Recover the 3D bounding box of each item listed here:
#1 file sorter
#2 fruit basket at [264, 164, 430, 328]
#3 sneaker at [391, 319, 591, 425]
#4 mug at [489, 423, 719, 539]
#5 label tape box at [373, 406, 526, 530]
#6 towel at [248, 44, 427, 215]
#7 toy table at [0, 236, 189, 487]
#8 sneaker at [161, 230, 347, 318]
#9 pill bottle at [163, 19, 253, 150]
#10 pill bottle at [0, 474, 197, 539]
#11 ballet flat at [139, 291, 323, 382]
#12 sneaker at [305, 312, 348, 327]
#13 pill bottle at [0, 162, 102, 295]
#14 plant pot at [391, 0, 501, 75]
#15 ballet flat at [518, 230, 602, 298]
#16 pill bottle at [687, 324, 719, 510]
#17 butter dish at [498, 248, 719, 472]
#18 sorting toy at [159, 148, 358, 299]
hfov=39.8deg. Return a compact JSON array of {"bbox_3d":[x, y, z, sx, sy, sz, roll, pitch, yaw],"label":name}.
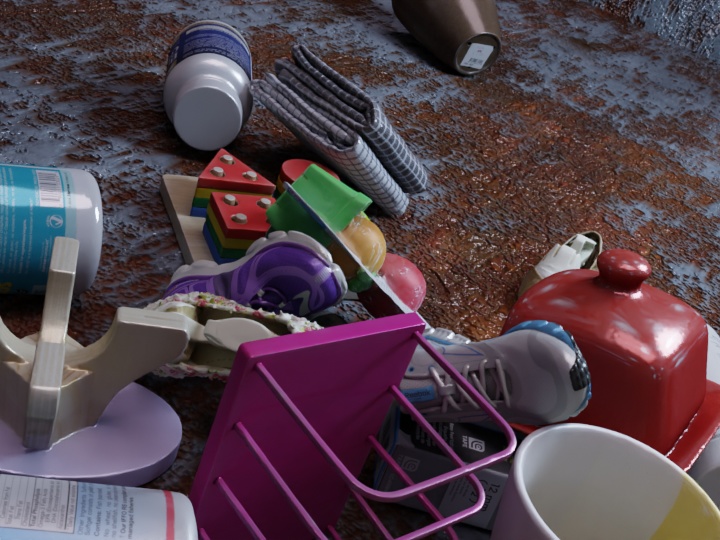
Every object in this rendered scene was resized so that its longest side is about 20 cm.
[{"bbox_3d":[-0.013,0.150,0.617,0.138,0.201,0.125,-8,42,-40],"label":"file sorter"},{"bbox_3d":[0.000,0.000,0.902,0.201,0.093,0.185,52,3,-3],"label":"fruit basket"},{"bbox_3d":[0.074,0.083,0.711,0.086,0.076,0.199,-15,3,-36],"label":"sneaker"},{"bbox_3d":[0.153,0.219,0.646,0.148,0.154,0.187,-4,37,-36],"label":"mug"},{"bbox_3d":[0.115,0.148,0.837,0.198,0.067,0.144,16,29,-4],"label":"label tape box"},{"bbox_3d":[-0.021,-0.172,1.211,0.200,0.086,0.166,41,0,34],"label":"towel"},{"bbox_3d":[-0.219,0.072,0.708,0.198,0.118,0.184,3,33,-26],"label":"toy table"},{"bbox_3d":[-0.097,0.031,0.832,0.081,0.199,0.084,56,38,-22],"label":"sneaker"},{"bbox_3d":[-0.189,-0.229,1.244,0.110,0.112,0.201,11,29,-14],"label":"pill bottle"},{"bbox_3d":[-0.198,0.171,0.559,0.198,0.110,0.109,9,30,-17],"label":"pill bottle"},{"bbox_3d":[-0.112,0.048,0.761,0.198,0.076,0.064,3,-18,25],"label":"ballet flat"},{"bbox_3d":[-0.027,0.102,0.789,0.081,0.078,0.201,-11,29,25],"label":"sneaker"},{"bbox_3d":[-0.325,-0.037,0.832,0.198,0.112,0.111,3,33,-28],"label":"pill bottle"},{"bbox_3d":[0.176,-0.456,1.818,0.185,0.188,0.201,1,49,-30],"label":"plant pot"},{"bbox_3d":[0.241,-0.003,1.163,0.067,0.073,0.200,31,31,21],"label":"ballet flat"},{"bbox_3d":[0.311,0.141,0.917,0.113,0.115,0.201,14,29,-10],"label":"pill bottle"},{"bbox_3d":[0.199,0.054,0.806,0.199,0.149,0.199,21,28,29],"label":"butter dish"},{"bbox_3d":[-0.093,-0.059,1.055,0.198,0.070,0.199,4,33,-26],"label":"sorting toy"}]
